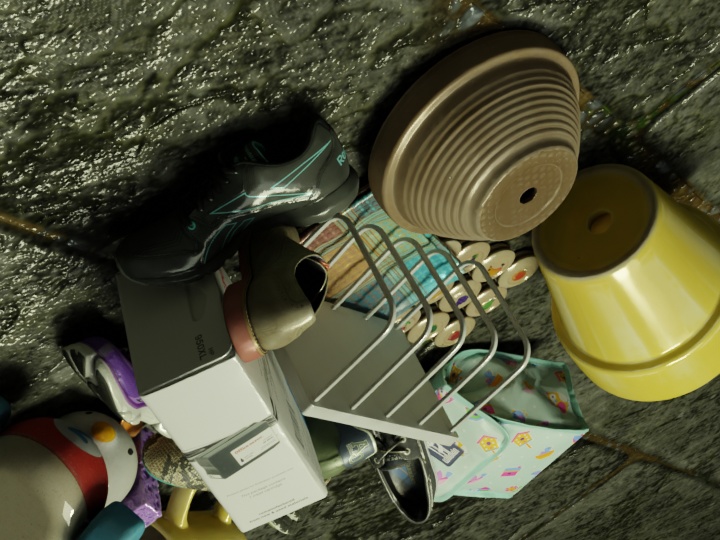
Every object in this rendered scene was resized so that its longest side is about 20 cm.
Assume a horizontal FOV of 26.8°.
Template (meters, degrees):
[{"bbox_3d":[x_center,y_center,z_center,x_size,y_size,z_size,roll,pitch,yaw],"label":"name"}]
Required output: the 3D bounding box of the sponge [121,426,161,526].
[{"bbox_3d":[-0.270,0.240,1.427,0.200,0.112,0.030,-38,125,15],"label":"sponge"}]

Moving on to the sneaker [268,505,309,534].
[{"bbox_3d":[-0.124,0.206,1.534,0.200,0.088,0.077,44,61,-43],"label":"sneaker"}]

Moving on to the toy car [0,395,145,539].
[{"bbox_3d":[-0.251,0.172,1.321,0.200,0.184,0.177,-44,170,-51],"label":"toy car"}]

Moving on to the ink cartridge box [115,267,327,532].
[{"bbox_3d":[-0.112,0.093,1.223,0.084,0.145,0.200,-24,134,3],"label":"ink cartridge box"}]

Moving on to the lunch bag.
[{"bbox_3d":[0.127,0.176,1.703,0.200,0.122,0.170,8,140,-34],"label":"lunch bag"}]

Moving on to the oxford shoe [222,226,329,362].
[{"bbox_3d":[-0.055,0.008,1.182,0.075,0.200,0.071,-17,115,10],"label":"oxford shoe"}]

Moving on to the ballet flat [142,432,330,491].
[{"bbox_3d":[-0.108,0.177,1.425,0.200,0.068,0.075,19,142,-39],"label":"ballet flat"}]

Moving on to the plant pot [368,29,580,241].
[{"bbox_3d":[0.114,-0.091,1.247,0.201,0.093,0.201,-26,147,-19],"label":"plant pot"}]

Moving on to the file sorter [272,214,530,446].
[{"bbox_3d":[0.029,0.049,1.313,0.200,0.139,0.125,18,125,-46],"label":"file sorter"}]

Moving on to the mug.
[{"bbox_3d":[-0.181,0.313,1.608,0.186,0.150,0.153,-38,160,29],"label":"mug"}]

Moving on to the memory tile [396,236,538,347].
[{"bbox_3d":[0.085,0.022,1.513,0.153,0.017,0.200,-44,149,24],"label":"memory tile"}]

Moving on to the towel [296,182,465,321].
[{"bbox_3d":[0.000,0.000,1.367,0.147,0.022,0.200,-33,148,9],"label":"towel"}]

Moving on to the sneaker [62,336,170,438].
[{"bbox_3d":[-0.187,0.084,1.313,0.083,0.081,0.200,-49,158,0],"label":"sneaker"}]

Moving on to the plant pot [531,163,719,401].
[{"bbox_3d":[0.265,-0.001,1.478,0.201,0.201,0.189,-35,137,9],"label":"plant pot"}]

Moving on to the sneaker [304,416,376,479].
[{"bbox_3d":[-0.027,0.121,1.373,0.090,0.200,0.067,-17,119,6],"label":"sneaker"}]

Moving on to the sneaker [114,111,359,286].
[{"bbox_3d":[-0.102,-0.058,1.162,0.200,0.075,0.079,-26,131,-8],"label":"sneaker"}]

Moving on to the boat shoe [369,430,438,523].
[{"bbox_3d":[0.036,0.193,1.612,0.070,0.066,0.200,-11,126,10],"label":"boat shoe"}]
